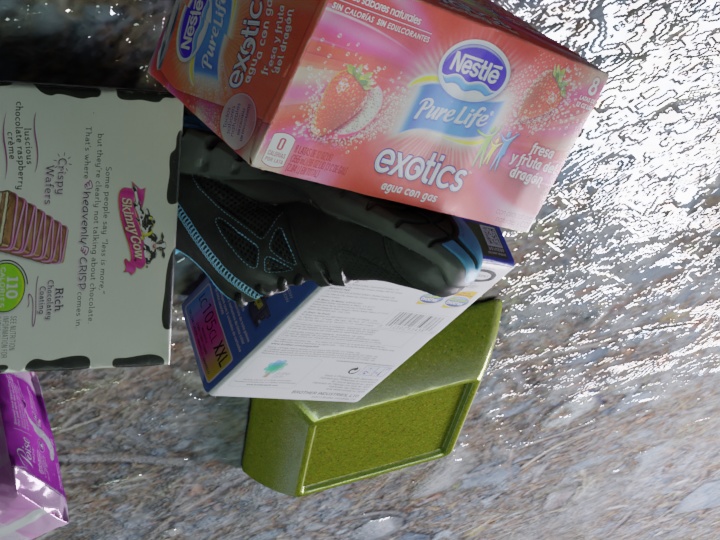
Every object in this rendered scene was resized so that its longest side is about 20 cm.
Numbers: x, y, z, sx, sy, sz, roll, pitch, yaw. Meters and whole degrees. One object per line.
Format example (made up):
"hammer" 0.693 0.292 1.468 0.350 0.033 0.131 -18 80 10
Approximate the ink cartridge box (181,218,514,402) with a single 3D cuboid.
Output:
"ink cartridge box" 0.000 0.000 0.926 0.136 0.077 0.200 7 142 -43

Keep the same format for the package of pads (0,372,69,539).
"package of pads" -0.286 0.135 0.913 0.199 0.121 0.076 -26 146 9

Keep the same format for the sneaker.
"sneaker" -0.030 -0.018 0.759 0.073 0.198 0.083 -11 118 -62

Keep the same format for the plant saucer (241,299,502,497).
"plant saucer" 0.012 0.114 1.163 0.198 0.048 0.200 -13 151 -16

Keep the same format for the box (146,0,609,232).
"box" 0.012 -0.096 0.716 0.199 0.103 0.095 11 112 -45

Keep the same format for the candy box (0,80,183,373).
"candy box" -0.186 -0.022 0.694 0.198 0.138 0.061 0 -172 -34
